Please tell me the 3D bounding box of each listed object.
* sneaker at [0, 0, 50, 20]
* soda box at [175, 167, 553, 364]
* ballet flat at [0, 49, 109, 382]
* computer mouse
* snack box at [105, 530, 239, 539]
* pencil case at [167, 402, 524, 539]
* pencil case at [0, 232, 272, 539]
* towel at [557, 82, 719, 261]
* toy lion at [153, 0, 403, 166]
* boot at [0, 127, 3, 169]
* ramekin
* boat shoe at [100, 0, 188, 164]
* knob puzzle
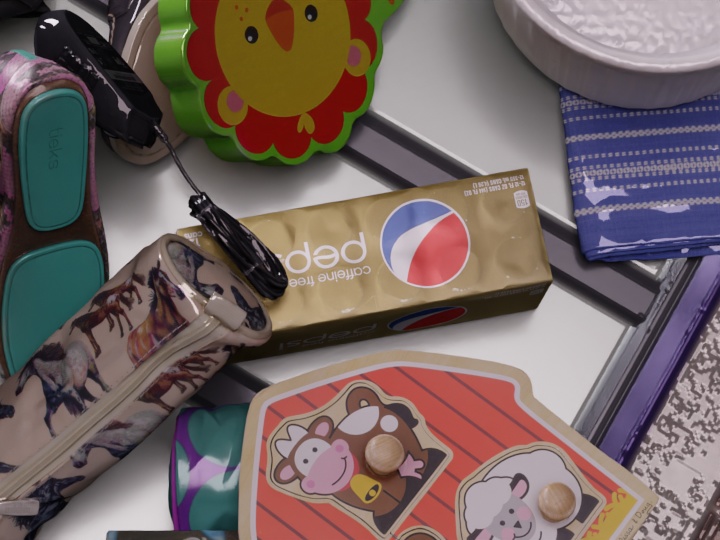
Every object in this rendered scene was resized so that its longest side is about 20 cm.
[{"bbox_3d":[-0.204,-0.180,1.405,0.083,0.072,0.200,41,76,-18],"label":"sneaker"},{"bbox_3d":[0.000,0.000,1.361,0.199,0.064,0.068,-10,76,-6],"label":"soda box"},{"bbox_3d":[-0.175,-0.027,1.331,0.069,0.201,0.071,-13,33,-25],"label":"ballet flat"},{"bbox_3d":[-0.110,-0.058,1.319,0.034,0.059,0.200,-41,79,11],"label":"computer mouse"},{"bbox_3d":[-0.034,0.193,1.290,0.199,0.037,0.117,1,115,-4],"label":"snack box"},{"bbox_3d":[-0.003,0.112,1.320,0.199,0.085,0.093,-2,106,-4],"label":"pencil case"},{"bbox_3d":[-0.137,0.064,1.286,0.200,0.090,0.078,-41,119,15],"label":"pencil case"},{"bbox_3d":[0.185,-0.104,1.428,0.144,0.024,0.201,-5,74,-4],"label":"towel"},{"bbox_3d":[-0.038,-0.162,1.377,0.200,0.068,0.193,-32,110,-36],"label":"toy lion"},{"bbox_3d":[-0.233,0.020,1.277,0.069,0.174,0.201,14,73,-17],"label":"boot"},{"bbox_3d":[0.162,-0.189,1.390,0.199,0.098,0.202,0,73,-1],"label":"ramekin"},{"bbox_3d":[-0.111,-0.156,1.409,0.063,0.073,0.201,8,76,43],"label":"boat shoe"},{"bbox_3d":[0.025,0.121,1.251,0.218,0.030,0.221,1,67,-3],"label":"knob puzzle"}]
